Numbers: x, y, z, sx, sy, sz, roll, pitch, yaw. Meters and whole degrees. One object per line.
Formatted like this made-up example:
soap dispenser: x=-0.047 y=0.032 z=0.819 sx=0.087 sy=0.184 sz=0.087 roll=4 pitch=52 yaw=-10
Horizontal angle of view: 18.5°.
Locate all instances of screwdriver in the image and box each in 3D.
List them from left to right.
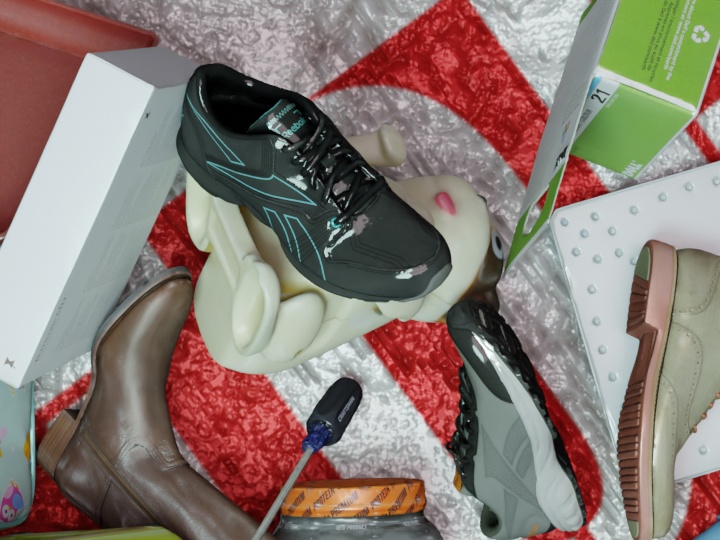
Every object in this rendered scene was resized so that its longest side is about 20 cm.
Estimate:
screwdriver: x=-0.038 y=0.121 z=1.414 sx=0.028 sy=0.200 sz=0.029 roll=4 pitch=113 yaw=17

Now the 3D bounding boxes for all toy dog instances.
toy dog: x=0.000 y=0.000 z=1.432 sx=0.199 sy=0.195 sz=0.140 roll=-11 pitch=45 yaw=-20

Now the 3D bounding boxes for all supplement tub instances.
supplement tub: x=-0.002 y=0.238 z=1.438 sx=0.122 sy=0.123 sz=0.201 roll=-3 pitch=88 yaw=-4

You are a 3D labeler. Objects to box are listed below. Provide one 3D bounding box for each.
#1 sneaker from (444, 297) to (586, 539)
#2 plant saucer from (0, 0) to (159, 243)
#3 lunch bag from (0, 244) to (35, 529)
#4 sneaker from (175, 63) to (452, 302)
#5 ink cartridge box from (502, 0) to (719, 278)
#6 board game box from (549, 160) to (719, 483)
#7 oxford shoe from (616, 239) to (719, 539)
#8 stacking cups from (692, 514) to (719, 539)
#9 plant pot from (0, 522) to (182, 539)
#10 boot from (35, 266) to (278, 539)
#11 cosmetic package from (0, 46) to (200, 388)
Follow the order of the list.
sneaker: x=0.088 y=0.105 z=1.440 sx=0.079 sy=0.074 sz=0.201 roll=-19 pitch=125 yaw=4
plant saucer: x=-0.258 y=-0.104 z=1.411 sx=0.199 sy=0.037 sz=0.200 roll=18 pitch=52 yaw=19
lunch bag: x=-0.268 y=0.074 z=1.409 sx=0.077 sy=0.160 sz=0.201 roll=1 pitch=88 yaw=19
sneaker: x=-0.032 y=-0.052 z=1.308 sx=0.199 sy=0.079 sz=0.075 roll=32 pitch=59 yaw=19
ink cartridge box: x=0.165 y=-0.091 z=1.431 sx=0.075 sy=0.148 sz=0.201 roll=20 pitch=74 yaw=-4
board game box: x=0.247 y=0.029 z=1.513 sx=0.199 sy=0.026 sz=0.201 roll=-16 pitch=89 yaw=-5
oxford shoe: x=0.213 y=0.083 z=1.461 sx=0.073 sy=0.071 sz=0.201 roll=7 pitch=88 yaw=-7
stacking cups: x=0.243 y=0.200 z=1.496 sx=0.200 sy=0.061 sz=0.061 roll=-36 pitch=91 yaw=0
plant pot: x=-0.207 y=0.254 z=1.352 sx=0.199 sy=0.198 sz=0.183 roll=-8 pitch=84 yaw=39
boot: x=-0.102 y=0.125 z=1.407 sx=0.200 sy=0.064 sz=0.187 roll=44 pitch=119 yaw=26
cosmetic package: x=-0.165 y=-0.037 z=1.357 sx=0.051 sy=0.151 sz=0.201 roll=27 pitch=101 yaw=5
